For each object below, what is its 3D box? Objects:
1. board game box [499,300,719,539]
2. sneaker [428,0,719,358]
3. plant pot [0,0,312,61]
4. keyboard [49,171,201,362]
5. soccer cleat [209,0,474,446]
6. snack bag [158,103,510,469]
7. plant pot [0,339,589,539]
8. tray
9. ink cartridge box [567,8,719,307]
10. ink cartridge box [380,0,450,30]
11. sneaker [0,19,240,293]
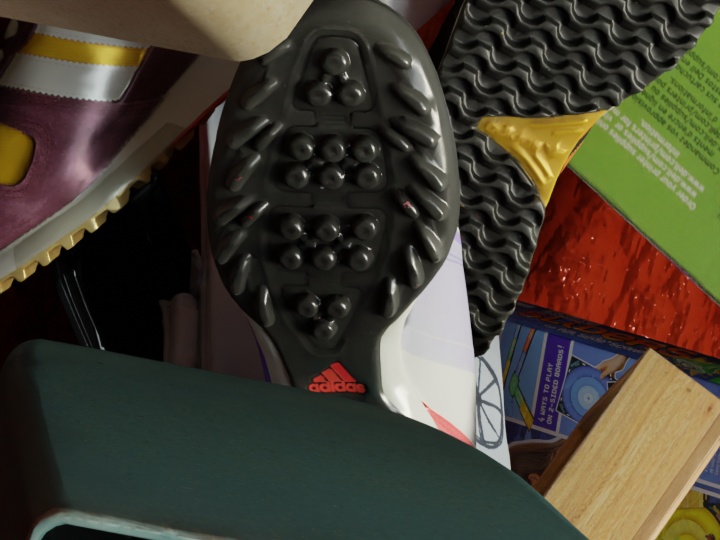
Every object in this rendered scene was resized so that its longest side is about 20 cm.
[{"bbox_3d":[0.082,0.123,0.987,0.034,0.135,0.201,-5,107,-50],"label":"board game box"},{"bbox_3d":[0.050,-0.067,0.835,0.070,0.090,0.201,27,107,-13],"label":"sneaker"},{"bbox_3d":[-0.072,-0.163,0.622,0.200,0.199,0.177,-57,135,-21],"label":"plant pot"},{"bbox_3d":[-0.052,0.071,0.848,0.201,0.039,0.104,69,25,-14],"label":"keyboard"},{"bbox_3d":[0.000,0.000,0.756,0.073,0.068,0.201,-77,164,-52],"label":"soccer cleat"},{"bbox_3d":[-0.004,0.040,0.876,0.188,0.021,0.201,31,49,-49],"label":"snack bag"},{"bbox_3d":[-0.037,0.095,0.634,0.140,0.200,0.142,12,105,-17],"label":"plant pot"},{"bbox_3d":[0.034,0.122,0.790,0.200,0.037,0.099,-54,177,-16],"label":"tray"},{"bbox_3d":[0.144,-0.024,0.968,0.076,0.148,0.200,-48,177,3],"label":"ink cartridge box"},{"bbox_3d":[0.004,-0.193,0.814,0.145,0.084,0.201,-42,133,-33],"label":"ink cartridge box"},{"bbox_3d":[-0.075,-0.075,0.753,0.200,0.075,0.090,-41,100,3],"label":"sneaker"}]
